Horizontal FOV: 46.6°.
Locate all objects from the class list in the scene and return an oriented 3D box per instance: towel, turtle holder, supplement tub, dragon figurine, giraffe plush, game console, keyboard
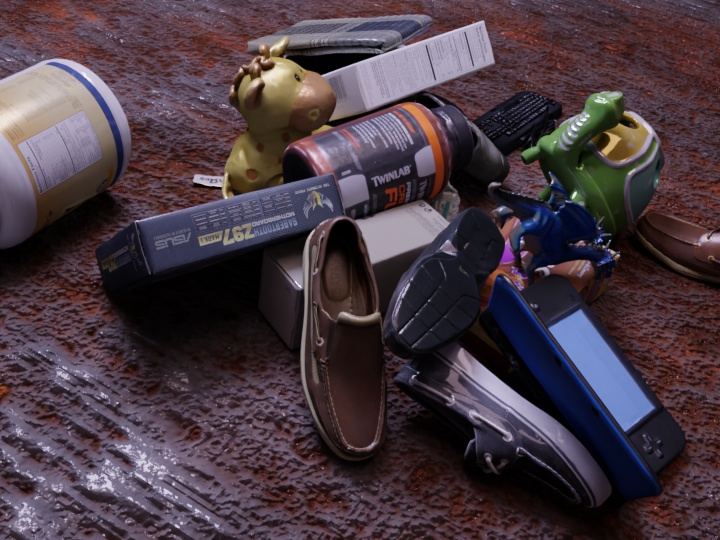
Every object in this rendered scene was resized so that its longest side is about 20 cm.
[{"bbox_3d":[-0.024,-0.301,1.089,0.197,0.035,0.193,5,26,21],"label":"towel"},{"bbox_3d":[0.267,-0.127,0.956,0.131,0.186,0.141,-34,28,2],"label":"turtle holder"},{"bbox_3d":[-0.342,-0.111,0.828,0.143,0.146,0.200,25,41,17],"label":"supplement tub"},{"bbox_3d":[0.184,-0.051,0.802,0.099,0.201,0.059,-32,43,7],"label":"dragon figurine"},{"bbox_3d":[0.023,-0.113,0.885,0.198,0.108,0.107,-24,49,-23],"label":"supplement tub"},{"bbox_3d":[-0.086,-0.167,0.941,0.196,0.164,0.174,-5,41,-20],"label":"giraffe plush"},{"bbox_3d":[0.201,0.082,0.706,0.169,0.119,0.201,-23,70,-36],"label":"game console"},{"bbox_3d":[0.229,-0.218,1.181,0.103,0.040,0.199,30,44,23],"label":"keyboard"}]

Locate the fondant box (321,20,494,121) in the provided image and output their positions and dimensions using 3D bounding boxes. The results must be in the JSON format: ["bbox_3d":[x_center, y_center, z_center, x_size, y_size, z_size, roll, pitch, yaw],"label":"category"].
[{"bbox_3d":[0.047,-0.246,1.047,0.198,0.059,0.144,-24,14,-26],"label":"fondant box"}]

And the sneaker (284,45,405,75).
[{"bbox_3d":[-0.010,-0.265,1.157,0.196,0.072,0.100,-6,41,-11],"label":"sneaker"}]

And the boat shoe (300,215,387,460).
[{"bbox_3d":[-0.013,0.053,0.697,0.073,0.075,0.206,-6,76,-18],"label":"boat shoe"}]

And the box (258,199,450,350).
[{"bbox_3d":[0.000,0.000,0.829,0.198,0.083,0.068,-18,47,-33],"label":"box"}]

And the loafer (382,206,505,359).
[{"bbox_3d":[0.067,0.020,0.745,0.073,0.072,0.200,48,41,-2],"label":"loafer"}]

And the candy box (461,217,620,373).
[{"bbox_3d":[0.171,0.012,0.876,0.116,0.057,0.199,36,47,27],"label":"candy box"}]

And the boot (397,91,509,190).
[{"bbox_3d":[0.099,-0.188,1.036,0.200,0.068,0.130,44,6,33],"label":"boot"}]

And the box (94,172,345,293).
[{"bbox_3d":[-0.134,-0.033,0.787,0.198,0.157,0.052,-19,91,-31],"label":"box"}]

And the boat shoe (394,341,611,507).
[{"bbox_3d":[0.114,0.138,0.702,0.199,0.072,0.068,40,69,16],"label":"boat shoe"}]

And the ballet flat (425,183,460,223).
[{"bbox_3d":[0.076,-0.123,1.009,0.070,0.073,0.201,-4,41,-18],"label":"ballet flat"}]

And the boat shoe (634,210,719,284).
[{"bbox_3d":[0.419,-0.024,0.970,0.198,0.068,0.072,31,43,22],"label":"boat shoe"}]
